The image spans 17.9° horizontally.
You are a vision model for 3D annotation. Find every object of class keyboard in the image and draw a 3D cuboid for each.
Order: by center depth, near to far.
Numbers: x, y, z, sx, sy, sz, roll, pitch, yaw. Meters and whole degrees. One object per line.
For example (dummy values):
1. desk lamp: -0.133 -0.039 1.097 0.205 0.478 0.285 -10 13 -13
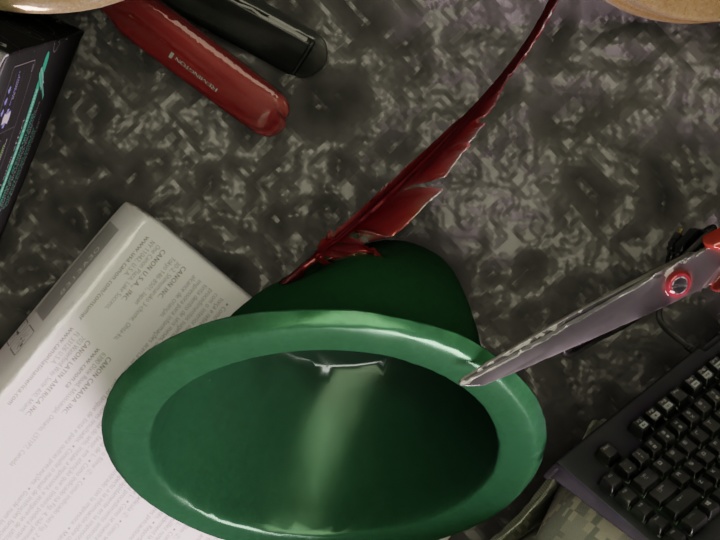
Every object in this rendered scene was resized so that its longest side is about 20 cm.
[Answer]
1. keyboard: 0.149 0.037 0.939 0.127 0.021 0.200 36 49 26

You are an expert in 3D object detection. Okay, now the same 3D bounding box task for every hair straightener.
1. hair straightener: -0.098 -0.141 0.978 0.200 0.041 0.077 33 62 3

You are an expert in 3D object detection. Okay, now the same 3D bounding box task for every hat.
1. hat: 0.000 0.000 0.943 0.200 0.166 0.176 -7 51 11

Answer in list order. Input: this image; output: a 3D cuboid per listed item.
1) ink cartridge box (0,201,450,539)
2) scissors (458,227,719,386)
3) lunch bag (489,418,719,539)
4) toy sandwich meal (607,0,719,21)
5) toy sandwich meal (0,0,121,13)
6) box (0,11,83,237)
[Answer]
1. ink cartridge box: -0.073 0.094 0.977 0.200 0.050 0.161 40 87 -21
2. scissors: 0.128 -0.007 0.858 0.200 0.014 0.073 -11 117 -16
3. lunch bag: 0.101 0.176 0.932 0.168 0.139 0.200 43 85 15
4. toy sandwich meal: 0.164 -0.191 0.938 0.205 0.205 0.070 -22 50 -3
5. toy sandwich meal: -0.142 -0.172 0.900 0.205 0.070 0.206 12 59 -20
6. box: -0.205 -0.061 0.875 0.148 0.200 0.125 23 98 -2
